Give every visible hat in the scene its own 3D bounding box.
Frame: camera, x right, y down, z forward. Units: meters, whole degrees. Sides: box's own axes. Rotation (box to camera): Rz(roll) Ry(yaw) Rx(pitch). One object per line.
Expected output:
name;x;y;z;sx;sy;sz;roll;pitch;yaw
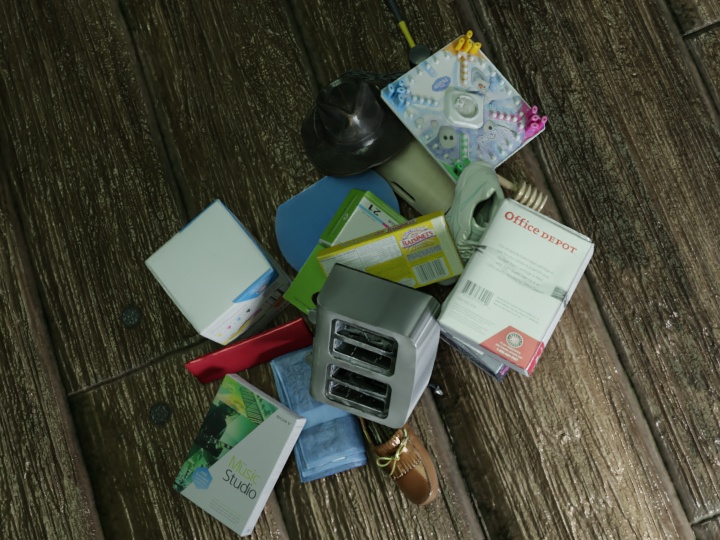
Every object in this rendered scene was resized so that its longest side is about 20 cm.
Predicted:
hat;-0.014;-0.244;1.706;0.198;0.081;0.203;-9;51;12

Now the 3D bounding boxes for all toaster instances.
toaster;0.023;0.111;1.603;0.197;0.183;0.119;18;39;14

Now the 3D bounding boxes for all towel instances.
towel;-0.063;0.214;1.711;0.110;0.049;0.203;-17;75;6

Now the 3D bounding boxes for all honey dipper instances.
honey dipper;0.196;-0.152;1.711;0.198;0.038;0.038;32;84;-6

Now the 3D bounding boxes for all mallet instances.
mallet;0.069;-0.400;1.809;0.041;0.066;0.202;-24;74;2

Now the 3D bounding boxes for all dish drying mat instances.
dish drying mat;-0.170;0.126;1.738;0.198;0.077;0.018;-20;59;6

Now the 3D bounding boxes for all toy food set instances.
toy food set;0.125;-0.195;1.752;0.143;0.060;0.201;40;82;-2

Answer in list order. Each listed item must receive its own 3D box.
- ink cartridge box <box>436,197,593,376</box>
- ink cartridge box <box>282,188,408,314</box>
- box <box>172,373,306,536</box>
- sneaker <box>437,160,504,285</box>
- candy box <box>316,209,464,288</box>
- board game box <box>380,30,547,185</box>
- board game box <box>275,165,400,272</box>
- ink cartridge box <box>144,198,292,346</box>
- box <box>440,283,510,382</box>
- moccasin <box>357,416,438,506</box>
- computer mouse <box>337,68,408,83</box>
ink cartridge box;0.219;0.024;1.560;0.146;0.083;0.202;28;85;16
ink cartridge box;0.000;0.000;1.697;0.147;0.076;0.201;35;85;-20
box;-0.187;0.280;1.702;0.143;0.036;0.202;28;94;22
sneaker;0.153;-0.058;1.643;0.069;0.081;0.202;8;119;-21
candy box;0.045;-0.013;1.633;0.197;0.027;0.103;-18;117;15
board game box;0.163;-0.251;1.709;0.199;0.026;0.201;-37;82;-28
board game box;-0.036;-0.077;1.753;0.199;0.039;0.159;-31;113;4
ink cartridge box;-0.205;0.013;1.703;0.147;0.200;0.145;-41;76;0
box;0.212;0.043;1.661;0.132;0.115;0.201;36;86;15
moccasin;0.049;0.256;1.658;0.073;0.077;0.203;-31;73;21
computer mouse;0.034;-0.227;1.794;0.138;0.046;0.203;-2;74;5
